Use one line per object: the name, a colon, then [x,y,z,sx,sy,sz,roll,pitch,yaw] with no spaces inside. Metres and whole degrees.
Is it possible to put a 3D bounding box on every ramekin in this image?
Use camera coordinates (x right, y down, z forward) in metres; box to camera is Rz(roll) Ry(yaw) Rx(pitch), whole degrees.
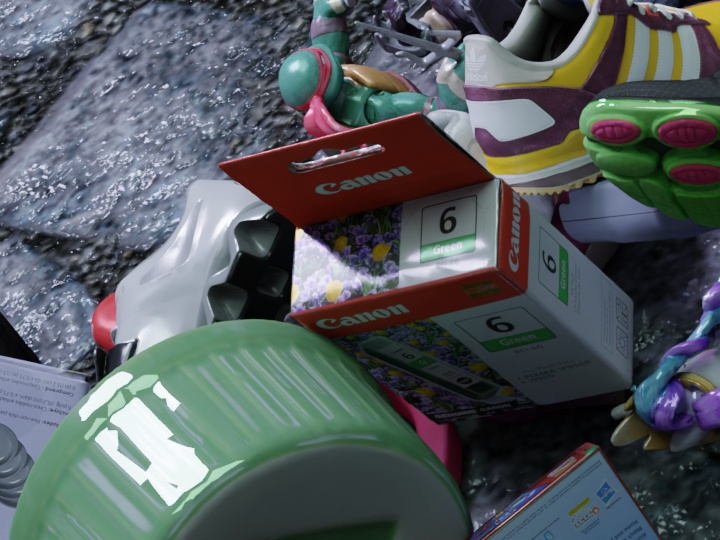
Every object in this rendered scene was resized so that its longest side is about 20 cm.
ramekin: [-0.045,0.132,1.173,0.200,0.200,0.098,-38,36,-12]

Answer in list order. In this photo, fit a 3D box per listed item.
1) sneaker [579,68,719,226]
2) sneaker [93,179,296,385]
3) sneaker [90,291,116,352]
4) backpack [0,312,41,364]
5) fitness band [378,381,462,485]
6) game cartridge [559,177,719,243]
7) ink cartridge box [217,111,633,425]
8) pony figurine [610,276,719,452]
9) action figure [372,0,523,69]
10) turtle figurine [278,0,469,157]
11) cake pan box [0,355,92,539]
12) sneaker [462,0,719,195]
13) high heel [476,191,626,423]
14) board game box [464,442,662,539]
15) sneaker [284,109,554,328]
sneaker: [0.194,-0.075,1.185,0.199,0.077,0.084,-8,47,-3]
sneaker: [-0.092,0.048,1.306,0.088,0.074,0.201,25,87,44]
sneaker: [-0.057,-0.003,1.421,0.199,0.085,0.077,-15,40,15]
backpack: [-0.285,0.055,1.416,0.190,0.200,0.154,-35,18,5]
fitness band: [-0.047,0.110,1.332,0.199,0.037,0.144,-19,40,9]
game cartridge: [0.208,-0.055,1.279,0.199,0.041,0.133,-19,1,-17]
ink cartridge box: [0.032,0.004,1.200,0.109,0.200,0.051,-13,59,29]
pony figurine: [0.228,0.030,1.191,0.200,0.167,0.193,-37,25,-27]
action figure: [0.071,-0.166,1.499,0.130,0.069,0.200,-53,13,-2]
turtle figurine: [0.017,-0.095,1.392,0.150,0.200,0.101,41,101,39]
cake pan box: [-0.245,0.122,1.294,0.199,0.052,0.185,11,77,-1]
sneaker: [0.132,-0.111,1.304,0.200,0.090,0.075,-32,25,-37]
high heel: [0.086,-0.009,1.357,0.095,0.067,0.201,-3,57,7]
board game box: [0.053,0.176,1.156,0.200,0.103,0.019,-37,11,-12]
sneaker: [0.000,0.000,1.326,0.200,0.081,0.075,-44,38,2]
